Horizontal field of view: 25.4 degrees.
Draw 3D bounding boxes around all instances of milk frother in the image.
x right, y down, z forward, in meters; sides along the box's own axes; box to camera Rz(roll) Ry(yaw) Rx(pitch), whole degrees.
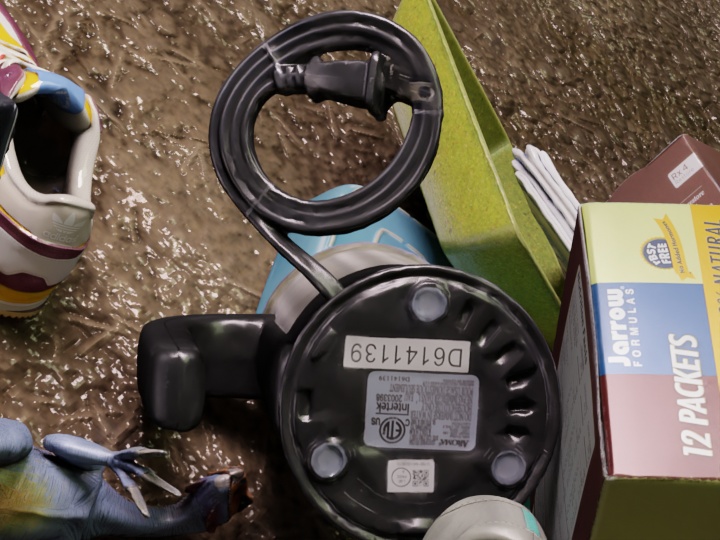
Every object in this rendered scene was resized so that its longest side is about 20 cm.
[{"bbox_3d":[0.000,0.000,0.726,0.179,0.201,0.188,20,1,-9],"label":"milk frother"}]

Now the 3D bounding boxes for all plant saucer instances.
[{"bbox_3d":[0.072,-0.045,0.968,0.200,0.048,0.201,51,18,-55],"label":"plant saucer"}]

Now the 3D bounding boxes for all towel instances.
[{"bbox_3d":[0.154,0.023,0.957,0.147,0.024,0.200,60,4,36],"label":"towel"}]

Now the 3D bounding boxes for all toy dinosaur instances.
[{"bbox_3d":[-0.130,0.080,0.660,0.200,0.105,0.181,46,15,19],"label":"toy dinosaur"}]

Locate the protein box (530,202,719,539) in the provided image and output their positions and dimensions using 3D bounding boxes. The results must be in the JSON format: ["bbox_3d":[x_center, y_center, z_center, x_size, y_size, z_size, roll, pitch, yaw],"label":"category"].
[{"bbox_3d":[0.179,0.089,0.666,0.197,0.201,0.136,2,49,0],"label":"protein box"}]

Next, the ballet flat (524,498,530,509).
[{"bbox_3d":[0.105,0.092,0.909,0.070,0.068,0.199,44,30,22],"label":"ballet flat"}]

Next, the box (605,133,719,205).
[{"bbox_3d":[0.250,-0.017,1.107,0.199,0.100,0.075,15,39,-48],"label":"box"}]

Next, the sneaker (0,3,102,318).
[{"bbox_3d":[-0.165,-0.080,0.773,0.075,0.090,0.201,9,49,-41],"label":"sneaker"}]

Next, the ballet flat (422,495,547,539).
[{"bbox_3d":[0.013,0.180,0.615,0.067,0.201,0.064,29,1,-8],"label":"ballet flat"}]

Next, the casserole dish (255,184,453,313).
[{"bbox_3d":[0.007,0.023,0.897,0.121,0.039,0.201,35,37,-14],"label":"casserole dish"}]

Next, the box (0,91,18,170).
[{"bbox_3d":[-0.263,-0.050,0.556,0.199,0.124,0.198,1,26,-45],"label":"box"}]
